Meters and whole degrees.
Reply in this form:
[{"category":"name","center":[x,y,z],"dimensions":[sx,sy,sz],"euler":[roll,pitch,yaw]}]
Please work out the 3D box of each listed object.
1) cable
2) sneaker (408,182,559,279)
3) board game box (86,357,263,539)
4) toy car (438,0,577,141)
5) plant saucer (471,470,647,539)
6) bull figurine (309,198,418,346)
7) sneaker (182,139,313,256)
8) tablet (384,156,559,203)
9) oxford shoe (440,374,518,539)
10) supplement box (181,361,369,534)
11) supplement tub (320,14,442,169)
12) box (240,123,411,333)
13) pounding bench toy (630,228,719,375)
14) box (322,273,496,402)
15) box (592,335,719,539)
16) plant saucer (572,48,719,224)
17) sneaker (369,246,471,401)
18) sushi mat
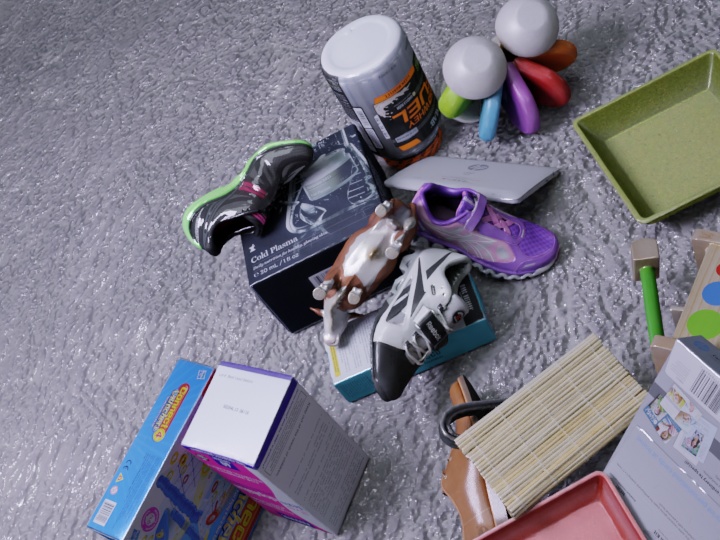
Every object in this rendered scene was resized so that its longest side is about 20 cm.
[{"category":"cable","center":[0.177,0.135,0.910],"dimensions":[0.199,0.050,0.098],"euler":[2,55,-13]},{"category":"sneaker","center":[0.145,-0.055,1.069],"dimensions":[0.199,0.089,0.081],"euler":[17,58,9]},{"category":"board game box","center":[-0.178,0.234,0.983],"dimensions":[0.056,0.196,0.201],"euler":[9,62,33]},{"category":"toy car","center":[0.204,-0.256,1.192],"dimensions":[0.200,0.175,0.150],"euler":[-38,83,-3]},{"category":"plant saucer","center":[0.189,0.320,0.807],"dimensions":[0.199,0.037,0.200],"euler":[-30,58,4]},{"category":"bull figurine","center":[0.000,0.000,1.029],"dimensions":[0.065,0.121,0.201],"euler":[33,95,2]},{"category":"sneaker","center":[-0.133,-0.090,1.135],"dimensions":[0.200,0.077,0.084],"euler":[-40,63,2]},{"category":"tablet","center":[0.145,-0.123,1.157],"dimensions":[0.199,0.014,0.130],"euler":[12,29,34]},{"category":"oxford shoe","center":[0.114,0.203,0.935],"dimensions":[0.071,0.071,0.201],"euler":[-23,49,19]},{"category":"supplement box","center":[-0.086,0.196,0.959],"dimensions":[0.101,0.200,0.104],"euler":[7,61,33]},{"category":"supplement tub","center":[0.037,-0.240,1.220],"dimensions":[0.122,0.200,0.123],"euler":[-15,51,19]},{"category":"box","center":[-0.051,-0.057,1.185],"dimensions":[0.199,0.124,0.197],"euler":[-26,46,9]},{"category":"pounding bench toy","center":[0.341,0.060,0.878],"dimensions":[0.199,0.124,0.156],"euler":[15,65,36]},{"category":"box","center":[0.057,0.080,1.070],"dimensions":[0.199,0.049,0.083],"euler":[-24,48,11]},{"category":"box","center":[0.300,0.184,0.778],"dimensions":[0.156,0.041,0.201],"euler":[49,131,43]},{"category":"plant saucer","center":[0.388,-0.152,1.065],"dimensions":[0.199,0.048,0.201],"euler":[-27,47,8]},{"category":"sneaker","center":[0.073,0.055,0.995],"dimensions":[0.088,0.074,0.201],"euler":[1,57,32]},{"category":"sushi mat","center":[0.196,0.150,0.879],"dimensions":[0.200,0.012,0.096],"euler":[-33,66,-19]}]
